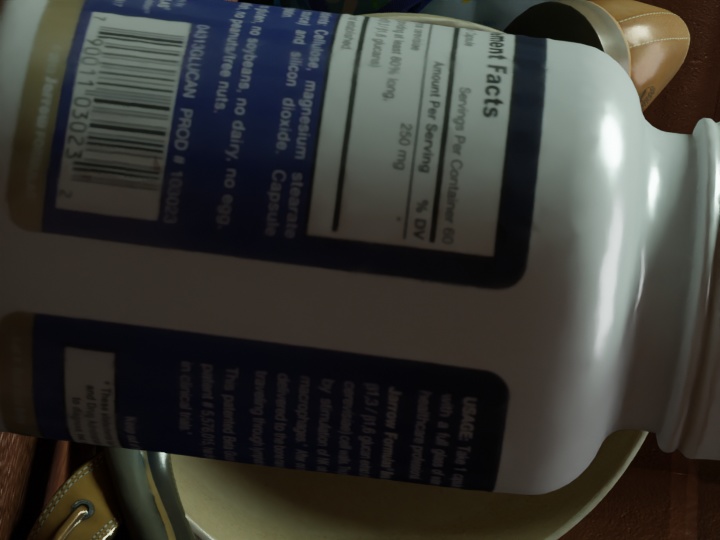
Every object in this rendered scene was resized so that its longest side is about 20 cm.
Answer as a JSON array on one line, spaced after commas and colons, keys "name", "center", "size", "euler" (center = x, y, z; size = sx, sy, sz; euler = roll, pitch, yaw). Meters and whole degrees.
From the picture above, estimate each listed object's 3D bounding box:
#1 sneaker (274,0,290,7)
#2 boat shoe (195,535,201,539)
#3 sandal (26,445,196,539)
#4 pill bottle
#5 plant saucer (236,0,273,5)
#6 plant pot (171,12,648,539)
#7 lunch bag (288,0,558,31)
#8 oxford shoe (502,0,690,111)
[{"name": "sneaker", "center": [-0.009, -0.193, 1.221], "size": [0.073, 0.082, 0.200], "euler": [86, -1, -55]}, {"name": "boat shoe", "center": [-0.063, 0.126, 1.043], "size": [0.072, 0.072, 0.200], "euler": [-82, 178, -49]}, {"name": "sandal", "center": [-0.079, 0.086, 0.787], "size": [0.082, 0.054, 0.200], "euler": [104, -19, -50]}, {"name": "pill bottle", "center": [0.007, -0.005, 0.646], "size": [0.111, 0.199, 0.111], "euler": [7, 90, -89]}, {"name": "plant saucer", "center": [-0.052, -0.025, 1.113], "size": [0.201, 0.039, 0.202], "euler": [179, -90, -87]}, {"name": "plant pot", "center": [0.000, 0.000, 0.952], "size": [0.134, 0.200, 0.201], "euler": [-131, -134, -73]}, {"name": "lunch bag", "center": [0.021, -0.166, 1.044], "size": [0.200, 0.127, 0.170], "euler": [119, -46, -70]}, {"name": "oxford shoe", "center": [0.054, -0.047, 1.047], "size": [0.200, 0.071, 0.072], "euler": [-30, -101, 47]}]
